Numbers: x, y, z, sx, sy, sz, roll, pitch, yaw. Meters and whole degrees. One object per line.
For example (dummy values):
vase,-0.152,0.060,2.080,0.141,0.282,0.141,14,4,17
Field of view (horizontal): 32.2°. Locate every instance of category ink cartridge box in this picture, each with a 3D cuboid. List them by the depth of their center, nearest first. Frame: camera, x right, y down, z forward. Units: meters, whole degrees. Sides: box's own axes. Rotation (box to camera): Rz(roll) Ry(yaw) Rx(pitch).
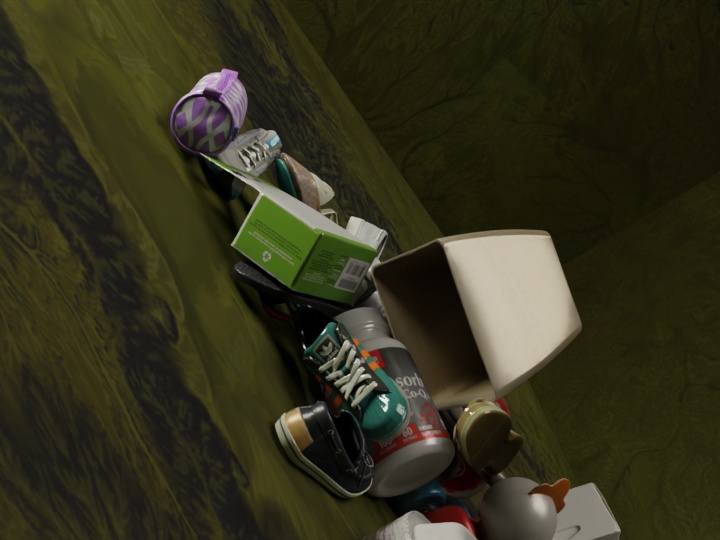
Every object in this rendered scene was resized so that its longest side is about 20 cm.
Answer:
ink cartridge box,-0.099,-0.049,1.479,0.199,0.076,0.148,33,8,27
ink cartridge box,0.251,0.383,1.649,0.201,0.145,0.083,89,-18,-46

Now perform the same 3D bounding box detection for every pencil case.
pencil case,-0.185,-0.198,1.551,0.200,0.083,0.086,-97,-161,-75

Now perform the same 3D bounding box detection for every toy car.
toy car,0.172,0.315,1.490,0.177,0.199,0.185,48,14,-49

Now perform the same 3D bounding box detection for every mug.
mug,0.129,0.247,1.833,0.200,0.176,0.135,-48,146,-76

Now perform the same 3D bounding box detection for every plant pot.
plant pot,0.158,0.050,1.576,0.199,0.176,0.202,-23,-94,63

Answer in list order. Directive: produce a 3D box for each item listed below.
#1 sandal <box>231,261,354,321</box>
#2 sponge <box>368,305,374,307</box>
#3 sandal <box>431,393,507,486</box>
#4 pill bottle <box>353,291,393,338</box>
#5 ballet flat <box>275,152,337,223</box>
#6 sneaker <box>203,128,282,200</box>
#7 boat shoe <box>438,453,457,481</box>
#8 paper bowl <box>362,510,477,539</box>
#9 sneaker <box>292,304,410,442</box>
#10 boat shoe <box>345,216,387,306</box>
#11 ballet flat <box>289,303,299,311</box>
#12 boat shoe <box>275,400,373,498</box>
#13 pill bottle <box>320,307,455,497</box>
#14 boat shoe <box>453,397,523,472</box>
sandal,-0.078,0.038,1.459,0.075,0.045,0.199,40,11,38
sponge,0.019,0.147,1.576,0.111,0.030,0.201,-15,73,-47
sandal,0.148,0.209,1.615,0.082,0.055,0.200,40,9,-36
pill bottle,0.045,0.117,1.723,0.201,0.109,0.109,56,9,-16
ballet flat,-0.067,-0.081,1.691,0.068,0.067,0.201,43,-29,47
sneaker,-0.146,-0.151,1.621,0.075,0.086,0.200,59,10,-11
boat shoe,0.054,0.195,1.652,0.202,0.066,0.072,56,38,1
paper bowl,0.090,0.340,1.271,0.202,0.104,0.201,58,8,-13
sneaker,-0.019,0.109,1.359,0.080,0.071,0.200,46,0,-42
boat shoe,0.000,0.000,1.668,0.200,0.068,0.073,-76,180,-62
ballet flat,-0.081,-0.010,1.622,0.201,0.069,0.069,63,10,29
boat shoe,-0.022,0.184,1.295,0.075,0.062,0.200,62,8,31
pill bottle,0.021,0.152,1.460,0.201,0.115,0.116,64,10,28
boat shoe,0.141,0.189,1.471,0.063,0.073,0.201,36,0,24
